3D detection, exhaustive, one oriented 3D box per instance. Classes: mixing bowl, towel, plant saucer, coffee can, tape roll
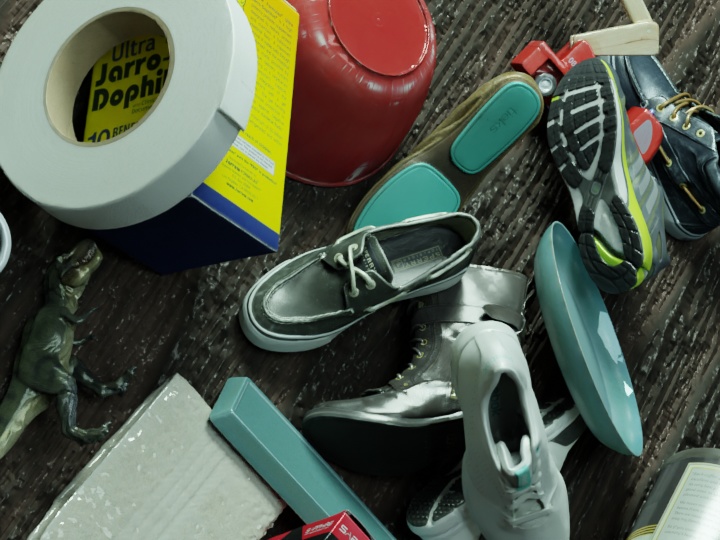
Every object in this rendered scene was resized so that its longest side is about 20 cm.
[{"bbox_3d":[-0.013,-0.179,1.530,0.199,0.108,0.202,14,65,-32],"label":"mixing bowl"},{"bbox_3d":[-0.144,0.183,1.351,0.133,0.034,0.200,49,51,-11],"label":"towel"},{"bbox_3d":[-0.033,0.162,1.426,0.200,0.019,0.070,48,21,-10],"label":"plant saucer"},{"bbox_3d":[0.267,0.264,1.536,0.146,0.146,0.201,45,54,-13],"label":"coffee can"},{"bbox_3d":[-0.166,-0.126,1.339,0.037,0.201,0.205,41,48,-54],"label":"tape roll"},{"bbox_3d":[0.182,0.059,1.571,0.200,0.027,0.202,-20,90,-76],"label":"plant saucer"}]

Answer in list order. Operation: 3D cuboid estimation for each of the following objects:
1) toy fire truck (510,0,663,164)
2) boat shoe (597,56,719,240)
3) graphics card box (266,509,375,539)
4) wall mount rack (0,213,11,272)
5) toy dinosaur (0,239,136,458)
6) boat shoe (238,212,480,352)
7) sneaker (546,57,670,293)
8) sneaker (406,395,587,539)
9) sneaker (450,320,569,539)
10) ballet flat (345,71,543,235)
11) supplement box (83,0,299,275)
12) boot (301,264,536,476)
[{"bbox_3d":[0.210,-0.191,1.682,0.141,0.049,0.200,-44,101,-1],"label":"toy fire truck"},{"bbox_3d":[0.289,-0.133,1.734,0.070,0.091,0.202,-21,85,-38],"label":"boat shoe"},{"bbox_3d":[-0.078,0.258,1.311,0.051,0.125,0.200,49,52,-10],"label":"graphics card box"},{"bbox_3d":[-0.320,-0.074,1.302,0.199,0.074,0.175,37,59,-20],"label":"wall mount rack"},{"bbox_3d":[-0.208,0.078,1.338,0.088,0.047,0.201,26,59,-8],"label":"toy dinosaur"},{"bbox_3d":[0.000,0.000,1.474,0.199,0.064,0.071,-22,74,-21],"label":"boat shoe"},{"bbox_3d":[0.215,-0.081,1.642,0.081,0.073,0.202,-4,83,-54],"label":"sneaker"},{"bbox_3d":[0.116,0.171,1.525,0.200,0.073,0.081,-39,111,-33],"label":"sneaker"},{"bbox_3d":[0.110,0.142,1.398,0.075,0.089,0.202,-19,111,-4],"label":"sneaker"},{"bbox_3d":[0.064,-0.086,1.557,0.068,0.072,0.200,42,94,-16],"label":"ballet flat"},{"bbox_3d":[-0.124,-0.115,1.406,0.109,0.108,0.202,34,52,-50],"label":"supplement box"},{"bbox_3d":[0.049,0.068,1.506,0.198,0.070,0.175,1,51,-8],"label":"boot"}]
